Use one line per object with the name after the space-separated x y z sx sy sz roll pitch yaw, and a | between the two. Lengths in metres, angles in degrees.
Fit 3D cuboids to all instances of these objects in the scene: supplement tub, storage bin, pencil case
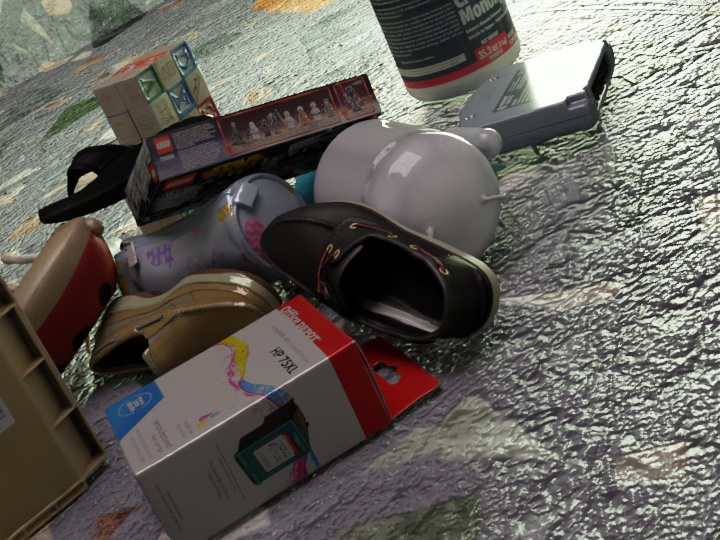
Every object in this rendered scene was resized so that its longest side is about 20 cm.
0.082 -0.301 1.282 0.139 0.202 0.141 -21 23 10 | supplement tub
-0.311 0.111 0.817 0.198 0.202 0.093 -39 27 -29 | storage bin
-0.127 -0.016 0.992 0.199 0.091 0.083 -20 24 45 | pencil case

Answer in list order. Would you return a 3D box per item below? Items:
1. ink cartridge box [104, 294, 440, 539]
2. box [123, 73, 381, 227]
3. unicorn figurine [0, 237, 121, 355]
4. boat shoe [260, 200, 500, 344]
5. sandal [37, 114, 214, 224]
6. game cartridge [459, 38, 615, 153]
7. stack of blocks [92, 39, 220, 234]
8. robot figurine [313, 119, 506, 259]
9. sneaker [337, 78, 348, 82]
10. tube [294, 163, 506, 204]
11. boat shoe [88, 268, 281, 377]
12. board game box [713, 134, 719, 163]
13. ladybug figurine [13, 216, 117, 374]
-0.060 0.086 0.779 0.199 0.068 0.116 -31 23 -13 | ink cartridge box
-0.093 -0.099 0.992 0.198 0.040 0.137 -20 -7 -21 | box
-0.285 0.003 1.175 0.135 0.075 0.200 -3 25 23 | unicorn figurine
0.000 -0.003 0.826 0.200 0.075 0.063 20 17 37 | boat shoe
-0.207 -0.096 1.033 0.199 0.049 0.075 -26 -7 26 | sandal
0.162 -0.159 1.092 0.132 0.042 0.200 -18 19 26 | game cartridge
-0.174 -0.100 1.121 0.058 0.202 0.115 -8 27 34 | stack of blocks
0.036 -0.057 0.923 0.169 0.113 0.200 -43 26 -10 | robot figurine
-0.015 -0.153 1.189 0.145 0.078 0.202 -12 13 44 | sneaker
0.029 -0.081 1.067 0.198 0.051 0.077 -5 6 38 | tube
-0.146 0.055 0.953 0.198 0.072 0.077 -17 37 41 | boat shoe
0.353 -0.081 0.736 0.197 0.042 0.200 -25 23 3 | board game box
-0.271 0.044 1.013 0.201 0.072 0.136 -54 12 14 | ladybug figurine
